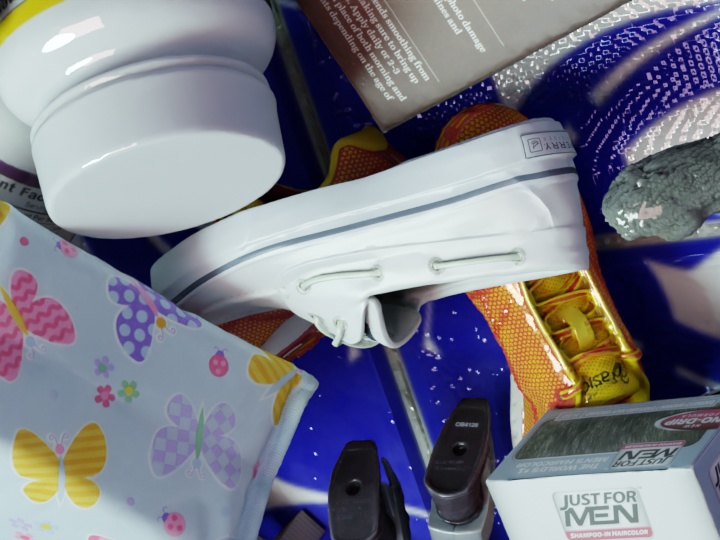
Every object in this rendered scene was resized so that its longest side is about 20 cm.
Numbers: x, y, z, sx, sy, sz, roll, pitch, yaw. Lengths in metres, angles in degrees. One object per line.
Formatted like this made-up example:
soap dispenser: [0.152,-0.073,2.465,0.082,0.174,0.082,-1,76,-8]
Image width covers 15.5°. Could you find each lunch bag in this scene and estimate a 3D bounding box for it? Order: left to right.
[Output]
lunch bag: [-0.144,0.072,1.100,0.169,0.128,0.200,32,154,-22]

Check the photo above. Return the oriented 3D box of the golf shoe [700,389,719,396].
golf shoe: [0.174,0.100,1.142,0.095,0.077,0.200,58,149,28]

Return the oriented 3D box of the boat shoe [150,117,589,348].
boat shoe: [0.000,0.000,1.059,0.199,0.073,0.067,-20,80,35]

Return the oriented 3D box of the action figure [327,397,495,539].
action figure: [0.047,0.149,1.216,0.129,0.070,0.200,-9,136,11]

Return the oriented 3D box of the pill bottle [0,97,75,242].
pill bottle: [-0.170,-0.050,1.175,0.112,0.112,0.200,36,114,2]

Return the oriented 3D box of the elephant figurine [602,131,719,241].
elephant figurine: [0.195,-0.098,0.960,0.199,0.156,0.142,7,144,12]

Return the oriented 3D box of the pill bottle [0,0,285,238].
pill bottle: [-0.097,-0.122,1.048,0.114,0.114,0.201,-30,66,35]

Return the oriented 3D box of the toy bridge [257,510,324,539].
toy bridge: [-0.104,0.086,1.261,0.200,0.067,0.027,42,127,-1]

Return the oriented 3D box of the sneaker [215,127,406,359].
sneaker: [-0.046,0.004,1.184,0.200,0.073,0.077,-36,86,29]

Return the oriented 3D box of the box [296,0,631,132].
box: [0.067,-0.146,1.039,0.200,0.075,0.100,-25,104,36]

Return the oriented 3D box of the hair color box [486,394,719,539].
hair color box: [0.137,0.152,1.076,0.099,0.061,0.201,-8,114,38]

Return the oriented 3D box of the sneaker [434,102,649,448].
sneaker: [0.087,0.018,1.113,0.077,0.073,0.201,25,143,59]
